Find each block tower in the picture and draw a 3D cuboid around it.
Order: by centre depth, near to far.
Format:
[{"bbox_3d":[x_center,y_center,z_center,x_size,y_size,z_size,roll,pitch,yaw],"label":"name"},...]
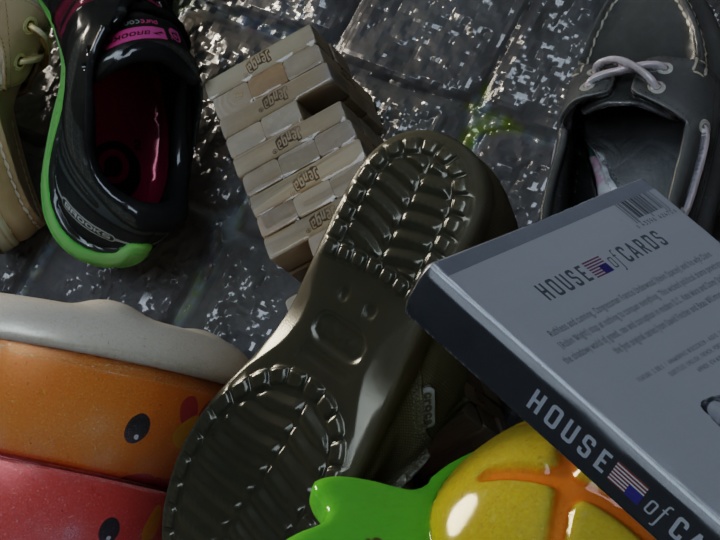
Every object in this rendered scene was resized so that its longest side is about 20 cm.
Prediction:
[{"bbox_3d":[0.000,0.000,0.867,0.058,0.054,0.200,-28,60,14],"label":"block tower"}]

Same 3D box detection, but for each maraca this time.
[{"bbox_3d":[0.071,0.102,0.722,0.137,0.200,0.107,52,136,48],"label":"maraca"}]

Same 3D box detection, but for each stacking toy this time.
[{"bbox_3d":[-0.127,0.111,0.847,0.146,0.146,0.200,6,83,29],"label":"stacking toy"}]

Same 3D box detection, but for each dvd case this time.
[{"bbox_3d":[0.127,0.052,0.702,0.200,0.150,0.025,42,121,19],"label":"dvd case"}]

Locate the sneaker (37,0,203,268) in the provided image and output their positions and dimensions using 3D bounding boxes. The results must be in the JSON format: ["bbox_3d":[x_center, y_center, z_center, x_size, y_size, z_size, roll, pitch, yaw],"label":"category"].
[{"bbox_3d":[-0.098,-0.103,0.918,0.084,0.077,0.200,-9,89,56],"label":"sneaker"}]

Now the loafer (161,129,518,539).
[{"bbox_3d":[0.000,0.046,0.779,0.076,0.067,0.200,44,108,36],"label":"loafer"}]

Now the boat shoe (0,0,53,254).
[{"bbox_3d":[-0.168,-0.109,0.957,0.069,0.074,0.200,-18,96,-5],"label":"boat shoe"}]

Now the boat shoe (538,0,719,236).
[{"bbox_3d":[0.103,-0.031,0.826,0.067,0.057,0.200,-1,69,26],"label":"boat shoe"}]
